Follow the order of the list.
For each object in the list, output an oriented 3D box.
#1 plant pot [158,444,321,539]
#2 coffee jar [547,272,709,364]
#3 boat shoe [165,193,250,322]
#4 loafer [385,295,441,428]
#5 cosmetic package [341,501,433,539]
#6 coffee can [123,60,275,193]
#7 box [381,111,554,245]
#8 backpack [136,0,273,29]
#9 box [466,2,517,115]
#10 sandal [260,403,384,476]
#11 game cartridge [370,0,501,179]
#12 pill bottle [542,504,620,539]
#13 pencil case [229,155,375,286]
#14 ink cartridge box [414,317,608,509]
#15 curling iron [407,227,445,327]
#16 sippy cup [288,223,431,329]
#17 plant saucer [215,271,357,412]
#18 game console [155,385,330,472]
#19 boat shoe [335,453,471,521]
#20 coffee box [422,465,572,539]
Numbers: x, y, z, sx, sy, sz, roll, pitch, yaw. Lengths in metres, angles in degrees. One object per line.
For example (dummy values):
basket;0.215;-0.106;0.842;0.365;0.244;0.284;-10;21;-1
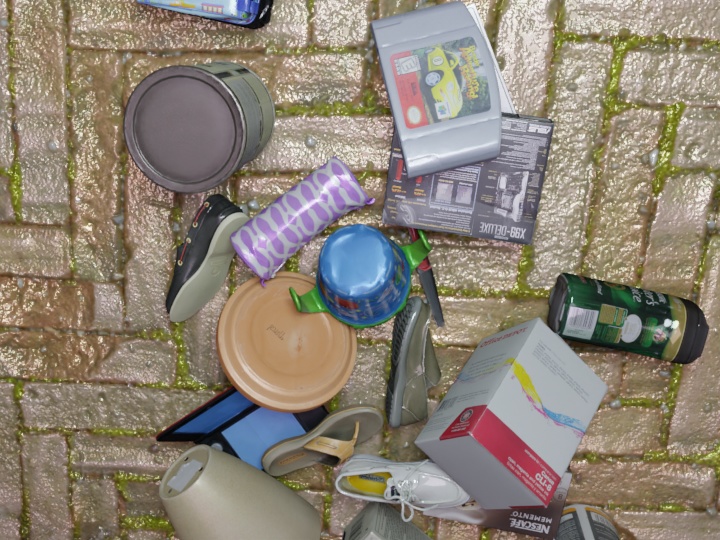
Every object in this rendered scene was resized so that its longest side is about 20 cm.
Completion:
plant pot;-0.187;0.349;1.178;0.187;0.188;0.200;-31;116;12
coffee jar;0.362;0.065;1.122;0.198;0.104;0.086;12;103;0
boat shoe;-0.226;-0.015;1.170;0.063;0.073;0.202;43;116;24
loafer;0.081;0.132;1.187;0.069;0.075;0.202;4;111;-9
cosmetic package;0.070;0.454;1.256;0.200;0.103;0.087;40;107;-5
coffee can;-0.195;-0.187;1.045;0.145;0.200;0.148;1;106;5
box;0.134;-0.126;1.052;0.198;0.050;0.159;8;107;4
backpack;-0.185;-0.415;1.018;0.181;0.135;0.202;13;104;0
box;0.134;-0.231;1.080;0.116;0.060;0.201;-20;103;10
sandal;-0.052;0.261;1.210;0.199;0.054;0.081;-26;133;4
game cartridge;0.097;-0.222;0.996;0.132;0.041;0.202;-13;82;-3
pill bottle;0.328;0.434;1.178;0.115;0.200;0.117;1;106;5
pencil case;-0.083;-0.067;1.115;0.200;0.084;0.086;-38;101;2
ink cartridge box;0.203;0.192;1.103;0.145;0.145;0.200;43;61;-8
curling iron;0.096;-0.014;1.161;0.049;0.026;0.202;-7;105;10
sippy cup;0.000;0.000;1.095;0.139;0.130;0.179;29;81;10
plant saucer;-0.098;0.093;1.134;0.199;0.201;0.032;31;149;-5
game console;-0.161;0.238;1.205;0.199;0.119;0.173;-32;101;13
boat shoe;0.056;0.303;1.153;0.200;0.086;0.075;4;104;22
coffee box;0.198;0.311;1.216;0.198;0.080;0.114;11;106;2
